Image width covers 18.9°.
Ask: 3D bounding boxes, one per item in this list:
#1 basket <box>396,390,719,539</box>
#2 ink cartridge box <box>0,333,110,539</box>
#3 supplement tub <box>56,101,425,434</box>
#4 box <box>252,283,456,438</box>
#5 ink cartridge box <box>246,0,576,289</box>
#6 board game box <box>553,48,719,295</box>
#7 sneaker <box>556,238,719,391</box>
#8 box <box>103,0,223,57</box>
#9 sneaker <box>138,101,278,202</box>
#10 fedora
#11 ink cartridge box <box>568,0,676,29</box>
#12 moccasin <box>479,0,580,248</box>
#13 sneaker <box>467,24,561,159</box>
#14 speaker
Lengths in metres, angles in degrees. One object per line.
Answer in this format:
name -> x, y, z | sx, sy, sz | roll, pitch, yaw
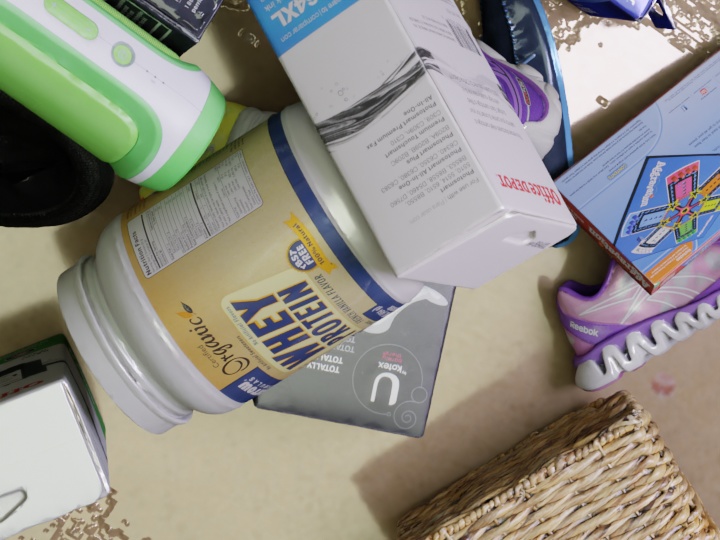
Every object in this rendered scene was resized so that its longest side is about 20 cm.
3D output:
basket -> 0.142, 0.196, 1.504 | 0.200, 0.143, 0.149 | -32, 94, 2
ink cartridge box -> -0.244, 0.116, 1.410 | 0.147, 0.200, 0.083 | -22, 99, -6
supplement tub -> -0.075, 0.001, 1.353 | 0.200, 0.144, 0.144 | -32, 101, 10
box -> 0.000, 0.000, 1.480 | 0.122, 0.106, 0.200 | 12, 95, -8
ink cartridge box -> 0.034, -0.094, 1.312 | 0.084, 0.146, 0.200 | -32, 76, 18
board game box -> 0.236, -0.078, 1.495 | 0.200, 0.019, 0.103 | -38, 71, -20
sneaker -> 0.219, 0.003, 1.514 | 0.200, 0.080, 0.089 | -32, 86, 18
box -> -0.171, -0.233, 1.372 | 0.198, 0.200, 0.123 | 32, 80, -11
sneaker -> -0.118, -0.029, 1.484 | 0.090, 0.078, 0.200 | 26, 102, 19
fedora -> -0.249, -0.112, 1.426 | 0.200, 0.201, 0.092 | 25, 57, -11
ink cartridge box -> 0.138, -0.235, 1.457 | 0.200, 0.136, 0.076 | 31, 93, -11
moccasin -> 0.105, -0.108, 1.496 | 0.068, 0.080, 0.200 | -14, 98, -11
sneaker -> 0.045, -0.137, 1.440 | 0.083, 0.200, 0.081 | 10, 106, -52
speaker -> -0.181, -0.132, 1.300 | 0.200, 0.088, 0.088 | 36, 91, -20
